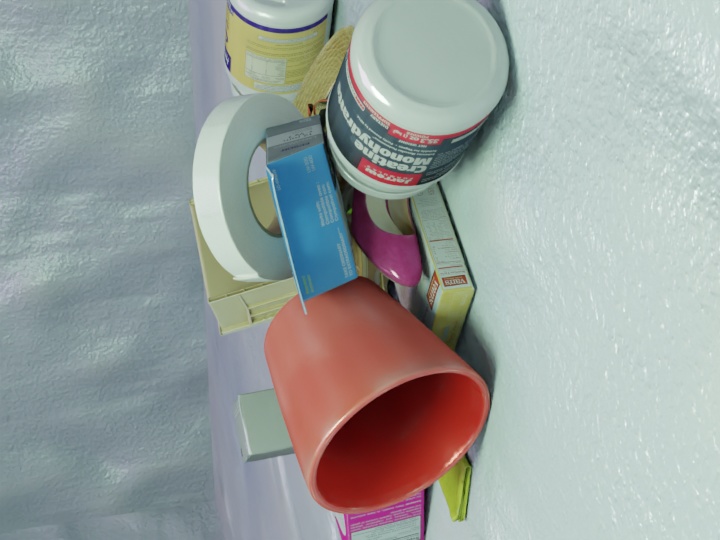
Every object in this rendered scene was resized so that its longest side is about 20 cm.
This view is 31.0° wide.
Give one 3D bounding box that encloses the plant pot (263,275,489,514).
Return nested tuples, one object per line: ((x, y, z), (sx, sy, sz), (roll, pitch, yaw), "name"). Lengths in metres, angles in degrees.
((0.002, 0.113, 1.302), (0.177, 0.200, 0.201), (54, 151, 40), "plant pot")

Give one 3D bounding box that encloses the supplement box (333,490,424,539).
((0.016, 0.244, 1.552), (0.200, 0.103, 0.101), (89, 165, -45), "supplement box")

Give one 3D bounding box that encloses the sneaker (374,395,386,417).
((0.031, 0.133, 1.479), (0.075, 0.078, 0.200), (-46, 22, 25), "sneaker")

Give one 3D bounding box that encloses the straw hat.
((-0.020, -0.183, 1.551), (0.201, 0.085, 0.201), (-52, 23, 34), "straw hat")

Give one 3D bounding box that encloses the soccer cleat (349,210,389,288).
((-0.007, -0.042, 1.661), (0.081, 0.067, 0.200), (30, -151, -59), "soccer cleat")

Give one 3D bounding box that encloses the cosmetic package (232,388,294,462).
((-0.062, 0.189, 1.688), (0.107, 0.199, 0.091), (130, 132, -72), "cosmetic package")

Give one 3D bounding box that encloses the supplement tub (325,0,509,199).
((0.045, -0.157, 1.183), (0.200, 0.140, 0.141), (120, 141, -69), "supplement tub")

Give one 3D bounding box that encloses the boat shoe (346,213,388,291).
((0.000, 0.000, 1.512), (0.074, 0.069, 0.200), (38, 148, 28), "boat shoe")

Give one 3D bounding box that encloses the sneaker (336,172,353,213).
((-0.011, -0.102, 1.489), (0.076, 0.087, 0.200), (59, 135, 17), "sneaker")

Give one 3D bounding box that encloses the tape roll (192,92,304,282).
((-0.104, -0.087, 1.380), (0.203, 0.037, 0.204), (8, -100, -59), "tape roll")

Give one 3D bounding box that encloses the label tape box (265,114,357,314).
((-0.048, -0.060, 1.286), (0.200, 0.066, 0.144), (-107, 2, -71), "label tape box")

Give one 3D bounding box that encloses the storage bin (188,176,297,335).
((-0.147, -0.033, 1.975), (0.094, 0.198, 0.201), (71, -177, -56), "storage bin")

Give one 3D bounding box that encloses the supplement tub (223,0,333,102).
((-0.115, -0.325, 1.788), (0.200, 0.145, 0.146), (101, 158, -52), "supplement tub")

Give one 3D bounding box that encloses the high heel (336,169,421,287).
((0.034, -0.081, 1.325), (0.096, 0.067, 0.200), (-54, 40, 37), "high heel")

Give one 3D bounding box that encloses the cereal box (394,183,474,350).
((0.067, -0.014, 1.386), (0.144, 0.039, 0.201), (102, 158, -52), "cereal box")

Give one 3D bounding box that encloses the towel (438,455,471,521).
((0.083, 0.184, 1.462), (0.200, 0.018, 0.086), (-114, 21, -52), "towel")
